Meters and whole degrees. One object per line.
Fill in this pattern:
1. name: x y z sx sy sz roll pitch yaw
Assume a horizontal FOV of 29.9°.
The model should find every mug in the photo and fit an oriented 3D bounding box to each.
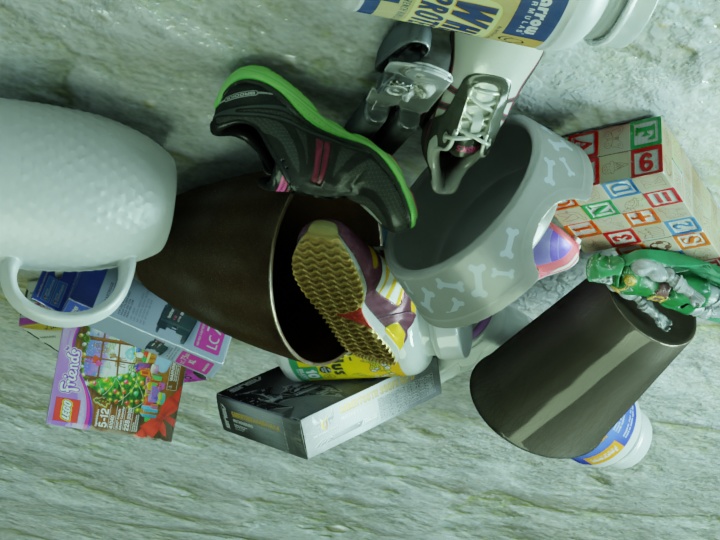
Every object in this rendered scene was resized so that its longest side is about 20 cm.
1. mug: -0.259 -0.046 1.191 0.175 0.200 0.148 7 158 -19

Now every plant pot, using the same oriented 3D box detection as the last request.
1. plant pot: -0.111 -0.015 1.284 0.200 0.187 0.187 7 157 32

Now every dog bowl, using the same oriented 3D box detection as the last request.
1. dog bowl: 0.102 -0.049 1.150 0.059 0.200 0.200 40 138 -26

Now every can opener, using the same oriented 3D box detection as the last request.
1. can opener: 0.027 -0.147 1.126 0.053 0.067 0.200 11 165 -12

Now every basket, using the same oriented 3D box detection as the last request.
1. basket: 0.240 0.086 1.387 0.180 0.136 0.200 8 140 -32

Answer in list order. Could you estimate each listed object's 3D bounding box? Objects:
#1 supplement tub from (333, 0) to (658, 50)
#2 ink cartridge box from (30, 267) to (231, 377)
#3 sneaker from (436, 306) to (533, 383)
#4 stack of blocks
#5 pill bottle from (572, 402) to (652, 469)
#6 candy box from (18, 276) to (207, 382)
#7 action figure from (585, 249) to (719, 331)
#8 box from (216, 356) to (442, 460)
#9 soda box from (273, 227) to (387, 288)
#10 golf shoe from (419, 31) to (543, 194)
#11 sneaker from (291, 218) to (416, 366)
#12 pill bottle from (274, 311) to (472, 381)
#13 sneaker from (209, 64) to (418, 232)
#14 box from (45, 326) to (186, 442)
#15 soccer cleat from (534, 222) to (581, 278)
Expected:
1. supplement tub: 0.087 -0.221 0.861 0.200 0.145 0.144 10 152 -10
2. ink cartridge box: -0.219 0.017 1.365 0.200 0.119 0.042 23 142 -12
3. sneaker: 0.124 0.095 1.542 0.100 0.075 0.200 17 151 -27
4. stack of blocks: 0.255 -0.057 1.246 0.115 0.059 0.200 -11 149 28
5. pill bottle: 0.270 0.173 1.633 0.112 0.112 0.200 -18 145 36
6. candy box: -0.281 0.073 1.572 0.136 0.061 0.200 -9 150 24
7. action figure: 0.301 0.020 1.274 0.200 0.055 0.118 16 153 -15
8. box: -0.035 0.137 1.502 0.200 0.048 0.158 -22 -161 -35
9. soda box: 0.007 -0.009 1.366 0.200 0.068 0.064 -5 152 18
10. golf shoe: 0.099 -0.139 1.083 0.077 0.088 0.200 10 151 -8
11. sneaker: 0.000 0.000 1.213 0.075 0.090 0.200 12 149 25
12. pill bottle: 0.015 0.060 1.449 0.200 0.113 0.113 -4 152 17
13. sneaker: -0.041 -0.088 1.136 0.200 0.084 0.077 34 163 1
14. box: -0.251 0.076 1.443 0.137 0.200 0.039 10 -172 -11
15. soccer cleat: 0.152 -0.006 1.277 0.067 0.076 0.200 39 171 -4
